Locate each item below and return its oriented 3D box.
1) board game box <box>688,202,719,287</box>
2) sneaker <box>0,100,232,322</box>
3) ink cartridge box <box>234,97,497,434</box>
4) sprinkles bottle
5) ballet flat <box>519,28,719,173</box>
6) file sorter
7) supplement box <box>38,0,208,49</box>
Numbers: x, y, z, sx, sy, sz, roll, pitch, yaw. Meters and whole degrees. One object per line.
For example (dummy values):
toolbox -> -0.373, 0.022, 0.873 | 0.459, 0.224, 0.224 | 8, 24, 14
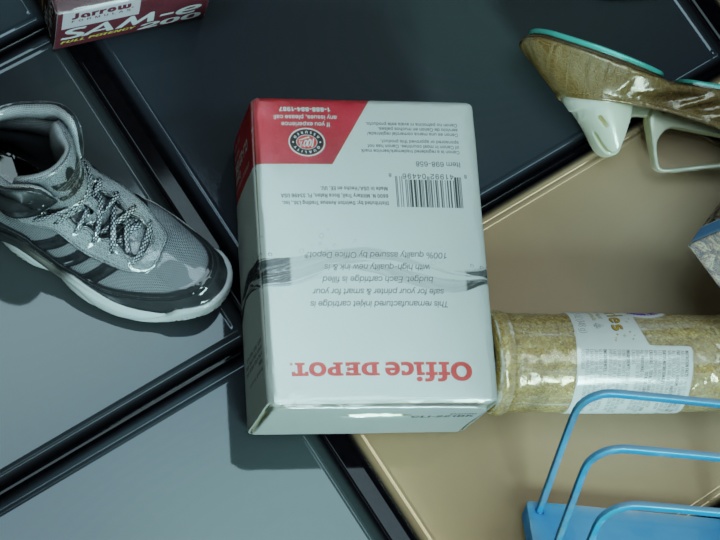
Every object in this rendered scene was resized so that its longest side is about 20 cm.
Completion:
board game box -> 0.328, -0.025, 1.304 | 0.159, 0.097, 0.200 | 52, 49, -10
sneaker -> -0.167, -0.037, 1.247 | 0.200, 0.114, 0.076 | 26, 69, -2
ink cartridge box -> 0.000, 0.000, 1.286 | 0.144, 0.084, 0.200 | 0, 71, -12
sprinkles bottle -> 0.177, 0.059, 1.312 | 0.200, 0.068, 0.068 | 0, 72, -12
ballet flat -> 0.198, -0.105, 1.381 | 0.200, 0.068, 0.072 | 14, 89, -11
file sorter -> 0.186, 0.182, 1.200 | 0.139, 0.123, 0.200 | 6, 40, -9
supplement box -> -0.177, -0.255, 1.346 | 0.109, 0.061, 0.200 | -14, 75, -15
